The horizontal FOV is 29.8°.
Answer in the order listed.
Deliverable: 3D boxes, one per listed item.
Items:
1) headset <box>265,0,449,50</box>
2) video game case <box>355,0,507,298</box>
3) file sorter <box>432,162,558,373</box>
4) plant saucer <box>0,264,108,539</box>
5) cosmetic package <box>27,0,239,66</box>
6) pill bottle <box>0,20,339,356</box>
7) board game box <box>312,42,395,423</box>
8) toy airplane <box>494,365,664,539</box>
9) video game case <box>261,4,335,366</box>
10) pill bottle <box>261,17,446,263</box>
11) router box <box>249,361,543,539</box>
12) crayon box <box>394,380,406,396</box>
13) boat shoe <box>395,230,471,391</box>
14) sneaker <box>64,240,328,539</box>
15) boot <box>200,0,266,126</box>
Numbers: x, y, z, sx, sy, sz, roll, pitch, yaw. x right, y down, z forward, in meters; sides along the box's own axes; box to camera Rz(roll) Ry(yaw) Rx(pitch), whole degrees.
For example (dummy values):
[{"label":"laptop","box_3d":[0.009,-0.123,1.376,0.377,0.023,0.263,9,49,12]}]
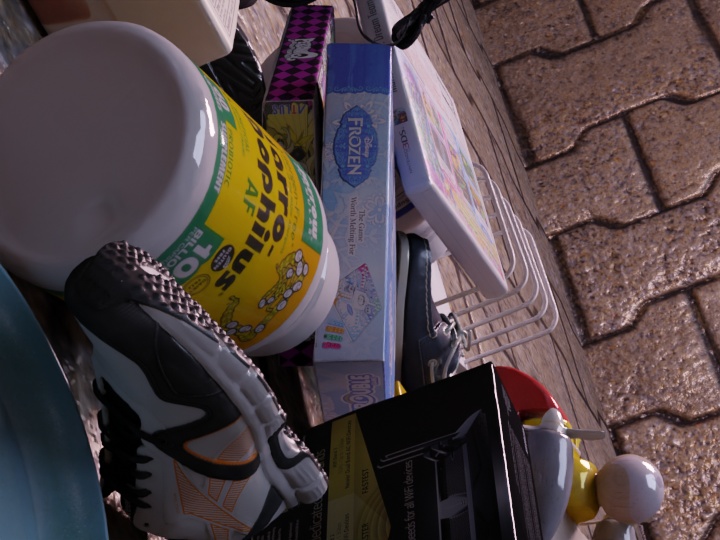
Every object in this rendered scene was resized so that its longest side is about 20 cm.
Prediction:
[{"label":"headset","box_3d":[-0.032,-0.226,0.900,0.200,0.094,0.124,41,18,-10]},{"label":"video game case","box_3d":[0.053,-0.094,1.003,0.200,0.024,0.183,47,27,-60]},{"label":"file sorter","box_3d":[0.107,-0.004,1.359,0.200,0.124,0.139,43,29,-63]},{"label":"plant saucer","box_3d":[-0.141,0.063,0.428,0.200,0.027,0.201,-21,90,-78]},{"label":"cosmetic package","box_3d":[-0.144,-0.199,0.692,0.104,0.087,0.200,-90,157,-56]},{"label":"pill bottle","box_3d":[-0.081,-0.022,0.618,0.200,0.112,0.113,42,30,-65]},{"label":"board game box","box_3d":[0.000,0.000,0.834,0.200,0.043,0.200,85,6,-65]},{"label":"toy airplane","box_3d":[0.133,0.169,0.883,0.200,0.141,0.200,-56,123,-76]},{"label":"video game case","box_3d":[-0.036,-0.063,0.909,0.200,0.036,0.182,-85,174,-64]},{"label":"pill bottle","box_3d":[0.004,-0.093,1.091,0.112,0.112,0.200,-96,160,-49]},{"label":"router box","box_3d":[0.005,0.142,0.619,0.200,0.157,0.052,-88,154,-59]},{"label":"crayon box","box_3d":[0.053,0.206,0.942,0.173,0.058,0.200,-97,162,-46]},{"label":"boat shoe","box_3d":[0.048,0.064,0.992,0.075,0.061,0.201,-94,-177,-68]},{"label":"sneaker","box_3d":[-0.072,0.065,0.534,0.074,0.080,0.200,46,-12,34]},{"label":"boot","box_3d":[-0.101,-0.172,0.907,0.200,0.065,0.165,-84,153,-72]}]
